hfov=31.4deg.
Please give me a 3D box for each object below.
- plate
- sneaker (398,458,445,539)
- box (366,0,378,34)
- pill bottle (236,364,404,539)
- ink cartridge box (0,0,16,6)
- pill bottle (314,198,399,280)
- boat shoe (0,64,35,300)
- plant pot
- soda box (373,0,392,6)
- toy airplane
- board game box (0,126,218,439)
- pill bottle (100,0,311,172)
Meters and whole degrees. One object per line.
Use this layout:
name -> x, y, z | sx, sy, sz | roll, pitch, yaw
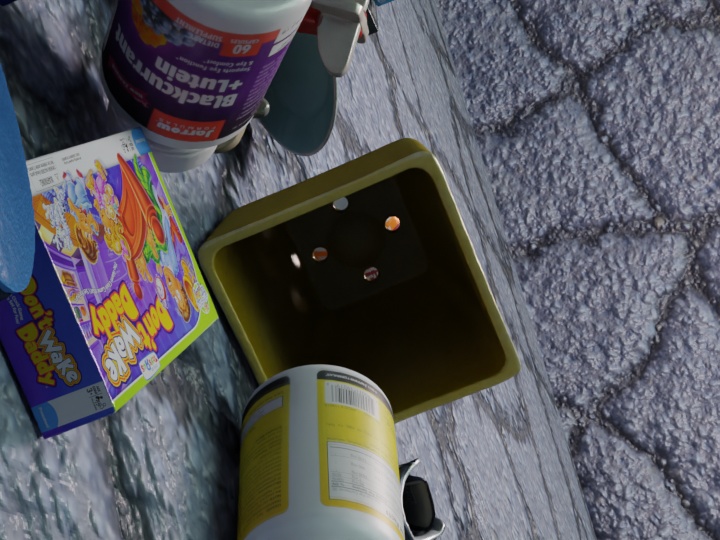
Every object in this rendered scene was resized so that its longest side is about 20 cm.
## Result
plate -> -0.068, -0.203, 1.162 | 0.200, 0.025, 0.201 | 43, -35, 41
sneaker -> 0.010, 0.169, 1.010 | 0.200, 0.108, 0.071 | -75, 144, -68
box -> -0.037, -0.330, 1.189 | 0.201, 0.051, 0.158 | -95, 164, -44
pill bottle -> -0.027, 0.167, 0.854 | 0.201, 0.111, 0.112 | -93, 159, -50
ink cartridge box -> -0.200, -0.266, 0.819 | 0.044, 0.093, 0.201 | 53, 21, -51
pill bottle -> 0.022, 0.014, 1.283 | 0.113, 0.112, 0.201 | -89, 155, -58
boat shoe -> -0.200, -0.068, 0.598 | 0.084, 0.068, 0.201 | 74, -2, -61
plant pot -> 0.000, 0.000, 1.063 | 0.200, 0.194, 0.195 | -92, 159, -71
soda box -> 0.011, -0.349, 1.159 | 0.068, 0.064, 0.202 | 32, 43, -71
toy airplane -> -0.085, -0.221, 1.029 | 0.200, 0.199, 0.141 | 62, -15, -5
board game box -> -0.152, -0.003, 0.738 | 0.200, 0.044, 0.135 | -54, 123, -75
pill bottle -> -0.105, -0.148, 0.821 | 0.200, 0.110, 0.112 | 127, -47, -57
